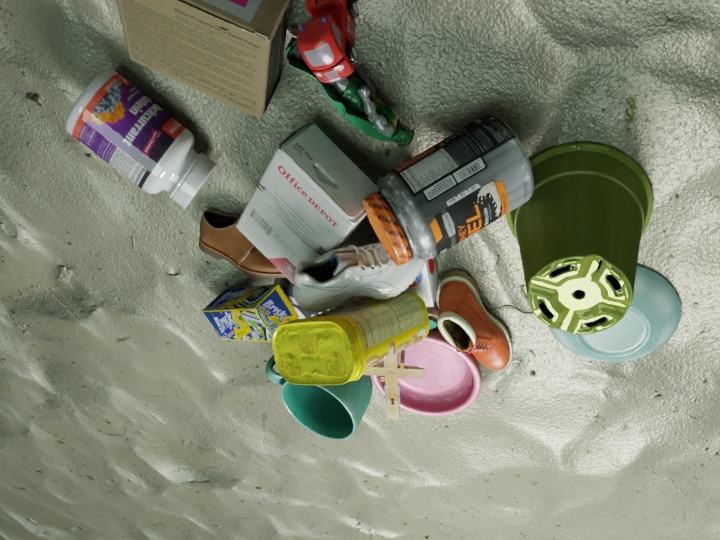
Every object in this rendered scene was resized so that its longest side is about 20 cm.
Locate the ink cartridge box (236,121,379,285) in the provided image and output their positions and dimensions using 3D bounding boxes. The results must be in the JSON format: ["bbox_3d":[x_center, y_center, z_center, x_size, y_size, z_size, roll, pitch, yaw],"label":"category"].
[{"bbox_3d":[-0.078,-0.087,0.942,0.146,0.085,0.200,44,142,1],"label":"ink cartridge box"}]

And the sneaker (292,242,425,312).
[{"bbox_3d":[0.000,0.000,0.904,0.196,0.076,0.088,-19,155,-7],"label":"sneaker"}]

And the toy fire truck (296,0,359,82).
[{"bbox_3d":[-0.053,-0.331,0.734,0.048,0.204,0.141,-10,154,25],"label":"toy fire truck"}]

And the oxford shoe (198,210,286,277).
[{"bbox_3d":[-0.176,-0.044,1.050,0.196,0.072,0.072,18,128,15],"label":"oxford shoe"}]

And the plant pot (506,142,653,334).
[{"bbox_3d":[0.280,-0.028,0.845,0.195,0.192,0.203,8,130,10],"label":"plant pot"}]

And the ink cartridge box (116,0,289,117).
[{"bbox_3d":[-0.194,-0.298,0.815,0.197,0.076,0.165,24,156,-3],"label":"ink cartridge box"}]

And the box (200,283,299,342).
[{"bbox_3d":[-0.191,0.073,1.113,0.198,0.064,0.071,-7,121,52],"label":"box"}]

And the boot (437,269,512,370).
[{"bbox_3d":[0.179,0.108,1.047,0.074,0.108,0.201,-22,121,30],"label":"boot"}]

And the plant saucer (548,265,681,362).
[{"bbox_3d":[0.382,0.079,1.001,0.196,0.039,0.204,9,130,10],"label":"plant saucer"}]

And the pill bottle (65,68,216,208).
[{"bbox_3d":[-0.313,-0.185,0.960,0.199,0.112,0.111,38,130,-15],"label":"pill bottle"}]

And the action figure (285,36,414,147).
[{"bbox_3d":[-0.007,-0.227,0.847,0.199,0.119,0.055,36,119,-24],"label":"action figure"}]

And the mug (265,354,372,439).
[{"bbox_3d":[-0.063,0.198,1.186,0.151,0.115,0.186,-23,113,44],"label":"mug"}]

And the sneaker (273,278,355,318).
[{"bbox_3d":[-0.100,0.053,1.118,0.130,0.079,0.199,47,149,1],"label":"sneaker"}]

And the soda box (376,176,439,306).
[{"bbox_3d":[0.070,-0.040,0.988,0.067,0.064,0.203,-1,129,19],"label":"soda box"}]

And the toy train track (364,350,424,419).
[{"bbox_3d":[0.055,0.189,1.140,0.112,0.033,0.203,2,135,7],"label":"toy train track"}]

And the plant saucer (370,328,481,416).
[{"bbox_3d":[0.115,0.173,1.158,0.196,0.051,0.204,10,130,11],"label":"plant saucer"}]

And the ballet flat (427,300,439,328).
[{"bbox_3d":[0.040,0.077,1.093,0.196,0.069,0.068,-13,151,21],"label":"ballet flat"}]

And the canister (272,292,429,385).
[{"bbox_3d":[-0.007,0.092,0.947,0.146,0.198,0.089,-8,96,39],"label":"canister"}]

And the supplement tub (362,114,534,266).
[{"bbox_3d":[0.109,-0.097,0.835,0.197,0.123,0.124,-31,121,-3],"label":"supplement tub"}]
